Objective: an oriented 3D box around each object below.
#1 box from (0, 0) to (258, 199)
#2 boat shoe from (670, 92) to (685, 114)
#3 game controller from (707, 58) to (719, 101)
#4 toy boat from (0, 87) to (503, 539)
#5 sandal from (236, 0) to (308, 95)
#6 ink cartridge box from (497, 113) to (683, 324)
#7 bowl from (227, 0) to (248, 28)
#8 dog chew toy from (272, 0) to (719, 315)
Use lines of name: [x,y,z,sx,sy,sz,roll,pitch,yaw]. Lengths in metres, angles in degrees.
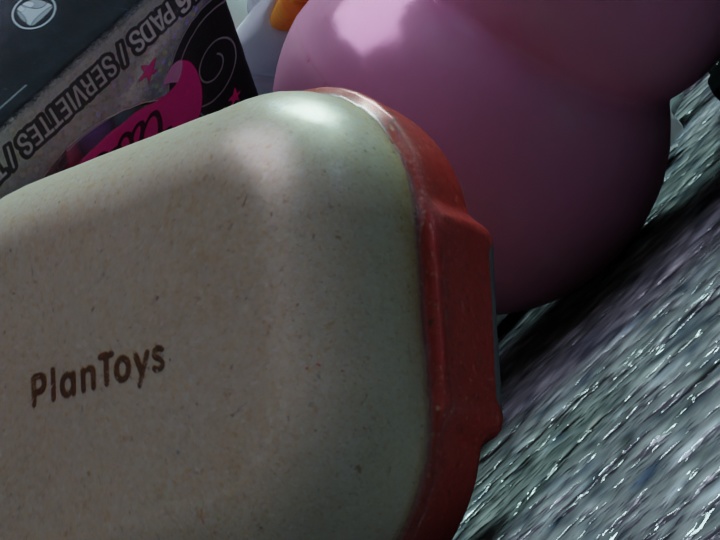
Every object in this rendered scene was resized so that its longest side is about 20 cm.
box: [-0.141,-0.024,0.858,0.200,0.132,0.115,-45,-33,-18]
boat shoe: [0.065,-0.087,1.114,0.064,0.071,0.200,-45,24,-23]
game controller: [0.149,-0.091,0.897,0.105,0.042,0.200,-57,1,10]
toy boat: [-0.026,0.035,0.757,0.130,0.131,0.199,12,-20,-44]
sandal: [-0.013,-0.102,0.958,0.079,0.059,0.207,6,-37,-45]
ink cartridge box: [0.000,0.000,1.003,0.200,0.084,0.145,-45,5,-21]
bowl: [-0.065,-0.054,1.298,0.200,0.199,0.075,-56,-4,38]
dog chew toy: [0.058,-0.086,0.856,0.201,0.124,0.125,-58,-2,22]
